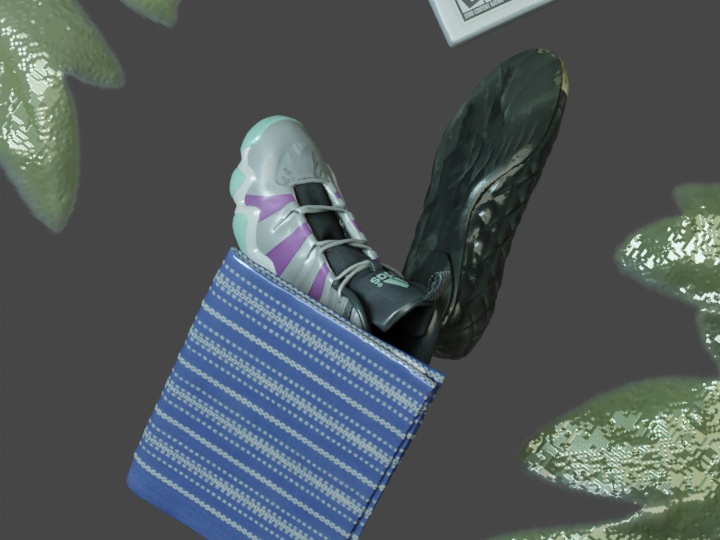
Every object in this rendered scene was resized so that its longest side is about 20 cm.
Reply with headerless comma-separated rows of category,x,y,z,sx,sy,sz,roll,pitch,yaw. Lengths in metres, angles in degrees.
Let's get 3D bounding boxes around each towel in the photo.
towel,-0.047,0.094,1.339,0.144,0.024,0.200,31,127,6

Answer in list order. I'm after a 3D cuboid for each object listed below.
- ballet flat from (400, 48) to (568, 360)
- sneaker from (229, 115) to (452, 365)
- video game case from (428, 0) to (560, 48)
ballet flat,0.074,-0.042,1.401,0.066,0.057,0.201,19,80,30
sneaker,0.000,0.000,1.342,0.078,0.140,0.201,-14,92,-39
video game case,0.109,-0.259,1.424,0.199,0.022,0.183,-24,85,0
